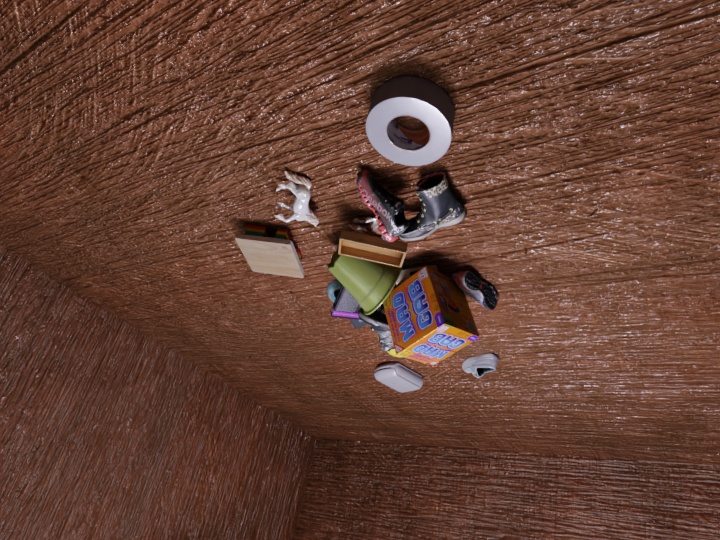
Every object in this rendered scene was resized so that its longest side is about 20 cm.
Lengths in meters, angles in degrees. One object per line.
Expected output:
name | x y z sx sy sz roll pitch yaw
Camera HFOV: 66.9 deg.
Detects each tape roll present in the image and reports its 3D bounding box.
tape roll | 0.111 -0.329 1.215 0.193 0.068 0.202 12 150 6

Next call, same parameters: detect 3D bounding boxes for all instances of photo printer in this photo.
photo printer | 0.171 0.497 2.541 0.197 0.071 0.164 32 146 -27

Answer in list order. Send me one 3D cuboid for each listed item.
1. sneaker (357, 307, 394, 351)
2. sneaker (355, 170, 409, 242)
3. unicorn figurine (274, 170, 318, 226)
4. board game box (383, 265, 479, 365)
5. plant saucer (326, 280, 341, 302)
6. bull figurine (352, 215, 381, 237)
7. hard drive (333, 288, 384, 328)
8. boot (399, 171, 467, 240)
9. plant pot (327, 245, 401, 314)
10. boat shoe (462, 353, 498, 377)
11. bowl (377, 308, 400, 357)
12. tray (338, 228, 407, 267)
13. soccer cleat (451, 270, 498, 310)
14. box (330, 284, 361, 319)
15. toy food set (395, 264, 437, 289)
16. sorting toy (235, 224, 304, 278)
sneaker | 0.066 0.202 1.797 0.194 0.077 0.116 24 114 -16
sneaker | 0.063 -0.179 1.424 0.096 0.071 0.204 -22 101 44
unicorn figurine | -0.178 -0.187 1.566 0.132 0.076 0.202 7 145 -8
board game box | 0.218 0.147 1.711 0.198 0.205 0.197 -36 142 31
plant saucer | -0.036 0.102 2.031 0.193 0.028 0.202 11 149 7
bull figurine | 0.049 -0.128 1.567 0.118 0.067 0.200 14 150 -22
hard drive | 0.003 0.120 1.968 0.136 0.034 0.202 -22 135 9
boot | 0.166 -0.168 1.435 0.198 0.075 0.154 -19 137 22
plant pot | 0.000 0.000 1.709 0.188 0.204 0.199 35 146 -13
boat shoe | 0.484 0.398 2.232 0.069 0.074 0.200 26 148 -20
bowl | 0.129 0.189 1.902 0.194 0.208 0.107 -3 159 29
tray | 0.034 -0.065 1.586 0.192 0.038 0.099 11 155 -1
soccer cleat | 0.371 0.061 1.752 0.198 0.070 0.072 37 163 -34
box | -0.010 0.090 1.887 0.138 0.037 0.203 8 133 -21
toy food set | 0.173 0.055 1.804 0.138 0.062 0.203 -9 146 -8
sorting toy | -0.292 -0.068 1.824 0.192 0.072 0.201 7 149 13
